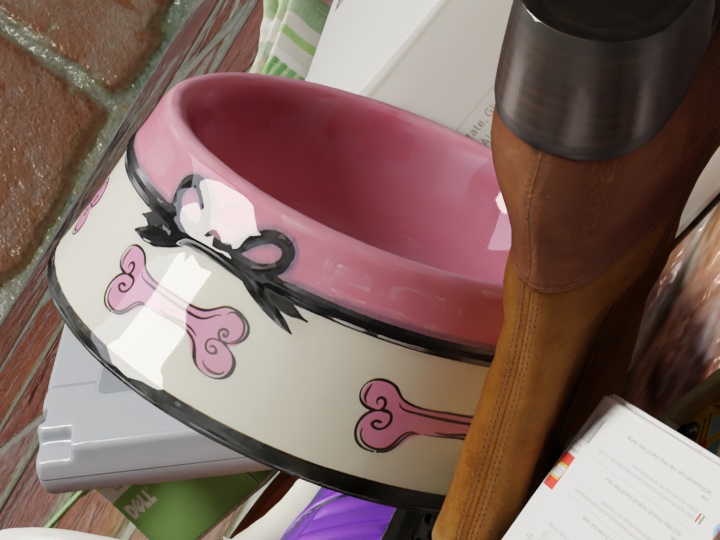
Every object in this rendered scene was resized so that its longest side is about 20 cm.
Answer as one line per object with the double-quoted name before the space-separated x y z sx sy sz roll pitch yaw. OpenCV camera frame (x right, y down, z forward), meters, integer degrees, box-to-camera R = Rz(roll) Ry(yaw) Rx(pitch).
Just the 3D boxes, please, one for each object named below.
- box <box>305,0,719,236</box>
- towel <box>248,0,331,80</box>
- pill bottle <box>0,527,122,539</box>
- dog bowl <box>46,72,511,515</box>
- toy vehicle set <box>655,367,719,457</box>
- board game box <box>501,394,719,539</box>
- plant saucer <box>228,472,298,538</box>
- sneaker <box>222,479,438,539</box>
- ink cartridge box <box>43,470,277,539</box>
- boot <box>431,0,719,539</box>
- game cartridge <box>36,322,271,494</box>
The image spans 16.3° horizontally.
"box" 0.075 -0.092 1.002 0.200 0.130 0.199 -49 14 32
"towel" 0.003 -0.031 1.071 0.023 0.152 0.200 -44 17 30
"pill bottle" -0.110 0.204 0.921 0.111 0.110 0.201 148 136 -63
"dog bowl" 0.000 0.000 0.849 0.200 0.199 0.074 -88 19 -69
"toy vehicle set" 0.065 0.124 0.701 0.124 0.026 0.201 -45 16 42
"board game box" 0.061 0.104 0.612 0.127 0.035 0.200 -55 12 0
"plant saucer" -0.033 0.138 1.042 0.201 0.037 0.200 -52 12 16
"sneaker" 0.009 0.110 0.888 0.099 0.070 0.200 18 45 39
"ink cartridge box" -0.060 0.070 1.172 0.200 0.059 0.104 -46 2 -38
"boot" 0.091 -0.027 0.728 0.188 0.068 0.201 -52 -24 -44
"game cartridge" -0.064 0.021 1.114 0.132 0.041 0.201 -10 35 12
